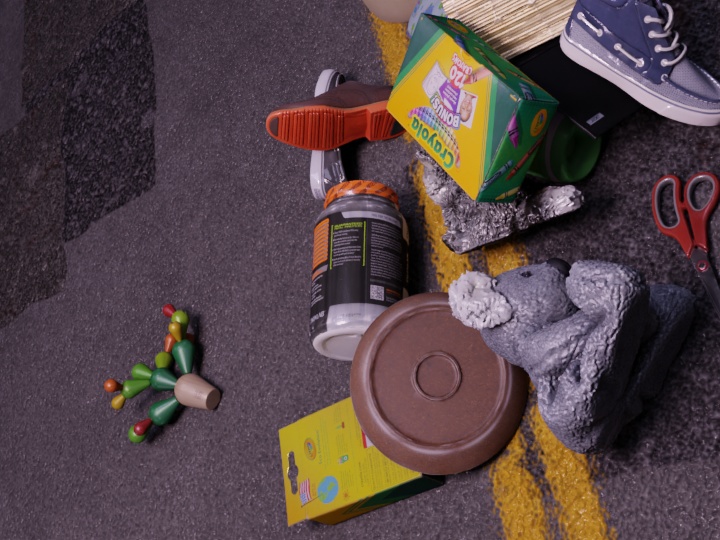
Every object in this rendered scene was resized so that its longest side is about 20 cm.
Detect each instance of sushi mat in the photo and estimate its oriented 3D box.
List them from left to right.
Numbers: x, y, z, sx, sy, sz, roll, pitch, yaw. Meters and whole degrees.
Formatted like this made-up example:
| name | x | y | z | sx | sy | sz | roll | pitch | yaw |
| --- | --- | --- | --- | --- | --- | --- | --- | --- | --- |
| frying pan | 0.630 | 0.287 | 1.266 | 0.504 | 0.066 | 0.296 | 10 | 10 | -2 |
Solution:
| name | x | y | z | sx | sy | sz | roll | pitch | yaw |
| --- | --- | --- | --- | --- | --- | --- | --- | --- | --- |
| sushi mat | 0.194 | -0.302 | 1.062 | 0.198 | 0.097 | 0.012 | -22 | 16 | 27 |

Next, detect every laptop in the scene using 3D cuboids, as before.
| name | x | y | z | sx | sy | sz | roll | pitch | yaw |
| --- | --- | --- | --- | --- | --- | --- | --- | --- | --- |
| laptop | 0.225 | -0.207 | 1.083 | 0.176 | 0.104 | 0.199 | -33 | 11 | -32 |

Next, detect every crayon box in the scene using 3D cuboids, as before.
| name | x | y | z | sx | sy | sz | roll | pitch | yaw |
| --- | --- | --- | --- | --- | --- | --- | --- | --- | --- |
| crayon box | -0.004 | 0.216 | 1.122 | 0.198 | 0.051 | 0.129 | -26 | 55 | 28 |
| crayon box | 0.113 | -0.176 | 1.022 | 0.201 | 0.058 | 0.120 | 52 | 132 | 42 |

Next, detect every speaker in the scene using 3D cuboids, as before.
| name | x | y | z | sx | sy | sz | roll | pitch | yaw |
| --- | --- | --- | --- | --- | --- | --- | --- | --- | --- |
| speaker | 0.181 | -0.163 | 1.122 | 0.199 | 0.088 | 0.089 | 24 | 86 | 44 |

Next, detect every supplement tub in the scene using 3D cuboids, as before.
| name | x | y | z | sx | sy | sz | roll | pitch | yaw |
| --- | --- | --- | --- | --- | --- | --- | --- | --- | --- |
| supplement tub | 0.000 | 0.000 | 1.173 | 0.121 | 0.122 | 0.203 | -16 | 60 | 34 |

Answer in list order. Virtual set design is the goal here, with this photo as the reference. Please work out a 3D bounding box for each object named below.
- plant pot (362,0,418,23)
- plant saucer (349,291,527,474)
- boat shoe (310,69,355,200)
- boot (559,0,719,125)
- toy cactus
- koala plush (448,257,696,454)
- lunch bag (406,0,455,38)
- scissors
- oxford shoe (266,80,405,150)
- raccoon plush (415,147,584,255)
| name | x | y | z | sx | sy | sz | roll | pitch | yaw |
| --- | --- | --- | --- | --- | --- | --- | --- | --- | --- |
| plant pot | 0.049 | -0.476 | 1.350 | 0.198 | 0.134 | 0.203 | -18 | 59 | 33 |
| plant saucer | 0.083 | 0.118 | 1.039 | 0.197 | 0.035 | 0.204 | -2 | 74 | 8 |
| boat shoe | -0.028 | -0.194 | 1.333 | 0.065 | 0.070 | 0.203 | -4 | 63 | 18 |
| boot | 0.306 | -0.232 | 0.991 | 0.198 | 0.091 | 0.073 | 31 | 51 | 14 |
| toy cactus | -0.272 | 0.154 | 1.364 | 0.163 | 0.102 | 0.202 | 14 | 71 | 33 |
| koala plush | 0.191 | 0.062 | 0.953 | 0.199 | 0.176 | 0.186 | 28 | 99 | 40 |
| lunch bag | 0.131 | -0.340 | 1.192 | 0.162 | 0.081 | 0.201 | -62 | 15 | 18 |
| scissors | 0.338 | -0.012 | 0.967 | 0.072 | 0.014 | 0.203 | -14 | 62 | 32 |
| oxford shoe | -0.033 | -0.212 | 1.282 | 0.072 | 0.197 | 0.073 | 104 | 155 | -49 |
| raccoon plush | 0.154 | -0.105 | 1.077 | 0.198 | 0.096 | 0.136 | -21 | 86 | 35 |
